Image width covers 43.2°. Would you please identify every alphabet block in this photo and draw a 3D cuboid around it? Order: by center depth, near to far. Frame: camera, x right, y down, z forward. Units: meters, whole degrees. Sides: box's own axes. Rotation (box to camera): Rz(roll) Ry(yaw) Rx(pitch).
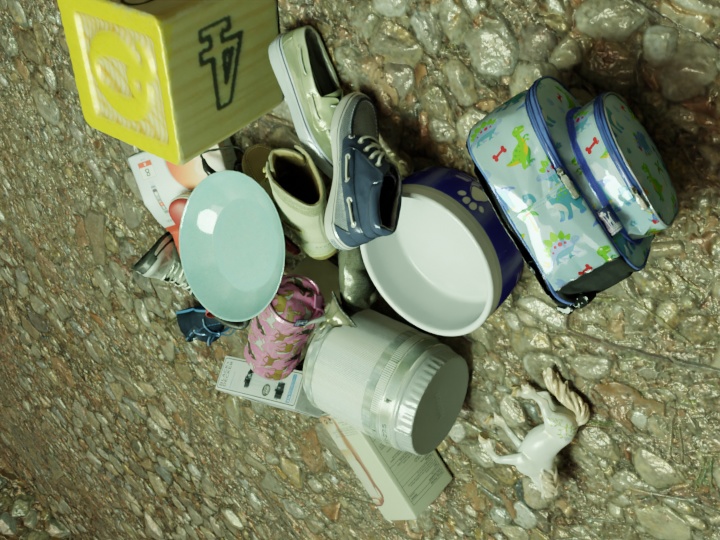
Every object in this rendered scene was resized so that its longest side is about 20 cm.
[{"bbox_3d":[-0.235,-0.283,1.159,0.194,0.200,0.198,24,135,31],"label":"alphabet block"}]

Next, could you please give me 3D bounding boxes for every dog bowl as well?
[{"bbox_3d":[0.099,-0.023,1.130,0.199,0.079,0.202,26,136,29],"label":"dog bowl"}]

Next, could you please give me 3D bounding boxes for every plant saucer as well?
[{"bbox_3d":[-0.165,-0.034,1.230,0.199,0.039,0.204,6,99,36],"label":"plant saucer"}]

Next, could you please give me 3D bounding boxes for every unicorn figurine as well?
[{"bbox_3d":[0.230,0.226,1.197,0.137,0.074,0.201,35,135,3],"label":"unicorn figurine"}]

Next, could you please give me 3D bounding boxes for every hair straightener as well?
[{"bbox_3d":[-0.145,-0.113,1.313,0.199,0.077,0.041,39,165,-8],"label":"hair straightener"}]

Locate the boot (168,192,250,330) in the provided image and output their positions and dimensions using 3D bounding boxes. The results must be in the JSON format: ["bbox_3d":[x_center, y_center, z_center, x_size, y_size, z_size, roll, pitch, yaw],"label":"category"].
[{"bbox_3d":[-0.217,-0.012,1.313,0.200,0.145,0.072,46,125,-12],"label":"boot"}]

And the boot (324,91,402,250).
[{"bbox_3d":[0.014,-0.126,1.076,0.090,0.072,0.202,-13,67,46],"label":"boot"}]

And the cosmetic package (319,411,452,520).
[{"bbox_3d":[0.039,0.274,1.409,0.087,0.103,0.201,-23,101,53],"label":"cosmetic package"}]

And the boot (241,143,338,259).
[{"bbox_3d":[-0.101,-0.122,1.199,0.200,0.072,0.155,51,170,22],"label":"boot"}]

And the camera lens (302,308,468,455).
[{"bbox_3d":[0.030,0.149,1.269,0.199,0.160,0.161,22,134,31],"label":"camera lens"}]

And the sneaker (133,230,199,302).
[{"bbox_3d":[-0.287,-0.001,1.478,0.076,0.201,0.115,-44,93,11],"label":"sneaker"}]

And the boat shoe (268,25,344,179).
[{"bbox_3d":[-0.049,-0.207,1.140,0.062,0.072,0.201,-16,107,44],"label":"boat shoe"}]

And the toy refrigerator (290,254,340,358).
[{"bbox_3d":[-0.086,0.061,1.394,0.076,0.070,0.201,37,141,6],"label":"toy refrigerator"}]

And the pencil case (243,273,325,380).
[{"bbox_3d":[-0.112,0.085,1.305,0.087,0.082,0.200,51,148,14],"label":"pencil case"}]

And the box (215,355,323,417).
[{"bbox_3d":[-0.131,0.195,1.503,0.199,0.061,0.116,4,164,43],"label":"box"}]

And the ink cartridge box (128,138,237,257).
[{"bbox_3d":[-0.246,-0.101,1.368,0.161,0.050,0.202,-14,98,25],"label":"ink cartridge box"}]

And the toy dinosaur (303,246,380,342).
[{"bbox_3d":[0.000,0.000,1.211,0.076,0.102,0.202,20,106,24],"label":"toy dinosaur"}]

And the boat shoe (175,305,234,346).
[{"bbox_3d":[-0.257,0.091,1.586,0.199,0.083,0.069,-11,94,63],"label":"boat shoe"}]

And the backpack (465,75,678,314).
[{"bbox_3d":[0.212,-0.092,0.888,0.147,0.183,0.201,-36,89,29],"label":"backpack"}]
